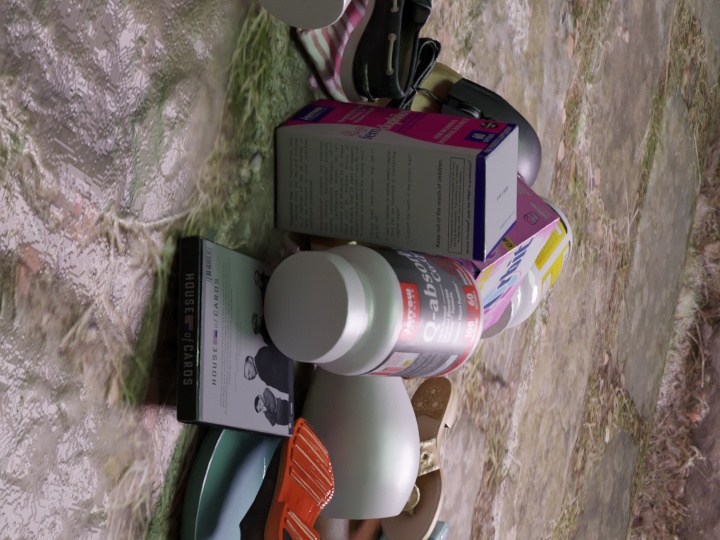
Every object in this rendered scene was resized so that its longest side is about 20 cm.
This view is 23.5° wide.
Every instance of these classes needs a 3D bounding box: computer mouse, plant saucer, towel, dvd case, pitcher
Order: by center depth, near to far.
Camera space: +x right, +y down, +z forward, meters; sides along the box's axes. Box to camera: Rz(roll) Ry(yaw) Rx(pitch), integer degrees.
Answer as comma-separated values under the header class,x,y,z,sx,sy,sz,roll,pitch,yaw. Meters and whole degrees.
class,x,y,z,sx,sy,sz,roll,pitch,yaw
dvd case,-0.103,0.061,1.470,0.200,0.025,0.151,24,64,-68
plant saucer,-0.114,0.203,1.549,0.200,0.027,0.201,10,90,-70
towel,-0.006,-0.271,1.623,0.146,0.030,0.201,51,51,-63
computer mouse,0.104,-0.123,1.690,0.200,0.046,0.141,41,64,-27
pitcher,-0.001,0.140,1.722,0.172,0.121,0.201,26,63,-85
plant saucer,-0.002,0.234,1.855,0.200,0.037,0.201,10,90,-71

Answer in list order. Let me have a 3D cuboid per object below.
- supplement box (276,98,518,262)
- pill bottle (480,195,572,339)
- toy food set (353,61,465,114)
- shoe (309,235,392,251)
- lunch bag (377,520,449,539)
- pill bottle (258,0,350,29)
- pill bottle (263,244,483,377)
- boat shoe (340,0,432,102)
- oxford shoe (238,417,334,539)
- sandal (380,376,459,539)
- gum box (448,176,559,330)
class,x,y,z,sx,sy,sz,roll,pitch,yaw
supplement box,0.033,-0.084,1.566,0.101,0.199,0.104,-46,140,-59
pill bottle,0.159,-0.003,1.933,0.200,0.112,0.113,-46,141,-58
toy food set,0.056,-0.113,1.713,0.200,0.049,0.198,32,70,-31
shoe,0.000,0.000,1.701,0.200,0.070,0.054,28,70,-69
lunch bag,0.032,0.365,1.915,0.161,0.077,0.200,93,19,-47
pill bottle,-0.018,-0.299,1.456,0.112,0.112,0.200,77,30,-47
pill bottle,0.012,0.037,1.542,0.200,0.116,0.116,5,94,-53
boat shoe,0.039,-0.243,1.623,0.076,0.060,0.201,48,51,-56
oxford shoe,-0.075,0.206,1.548,0.071,0.072,0.200,52,26,-21
sandal,0.050,0.191,1.852,0.070,0.077,0.212,51,42,-38
gum box,0.105,0.008,1.706,0.113,0.066,0.200,-33,161,-33
